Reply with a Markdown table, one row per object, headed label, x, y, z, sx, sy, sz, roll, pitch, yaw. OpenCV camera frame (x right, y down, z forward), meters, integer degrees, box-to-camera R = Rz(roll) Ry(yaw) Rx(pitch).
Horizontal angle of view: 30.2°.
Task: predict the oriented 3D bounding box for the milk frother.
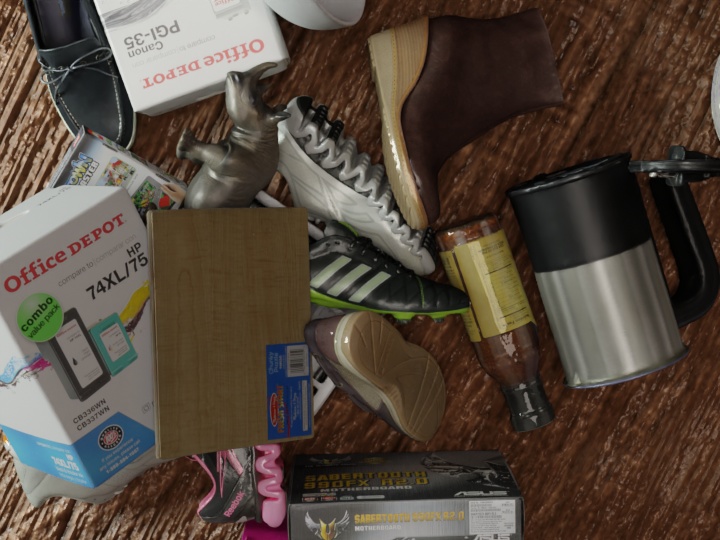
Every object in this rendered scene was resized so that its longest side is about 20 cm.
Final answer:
| label | x | y | z | sx | sy | sz | roll | pitch | yaw |
| --- | --- | --- | --- | --- | --- | --- | --- | --- | --- |
| milk frother | 0.244 | -0.008 | 1.154 | 0.180 | 0.200 | 0.188 | -19 | 96 | -3 |

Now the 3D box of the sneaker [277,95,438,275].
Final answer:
| label | x | y | z | sx | sy | sz | roll | pitch | yaw |
| --- | --- | --- | --- | --- | --- | --- | --- | --- | --- |
| sneaker | -0.010 | -0.065 | 1.214 | 0.200 | 0.075 | 0.081 | 46 | 112 | -6 |

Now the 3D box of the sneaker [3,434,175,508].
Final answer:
| label | x | y | z | sx | sy | sz | roll | pitch | yaw |
| --- | --- | --- | --- | --- | --- | --- | --- | --- | --- |
| sneaker | -0.222 | 0.169 | 1.234 | 0.200 | 0.076 | 0.092 | -6 | 116 | -3 |

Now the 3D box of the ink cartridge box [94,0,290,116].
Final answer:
| label | x | y | z | sx | sy | sz | roll | pitch | yaw |
| --- | --- | --- | --- | --- | --- | --- | --- | --- | --- |
| ink cartridge box | -0.161 | -0.254 | 1.181 | 0.146 | 0.083 | 0.200 | -20 | 95 | 1 |

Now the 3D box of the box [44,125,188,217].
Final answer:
| label | x | y | z | sx | sy | sz | roll | pitch | yaw |
| --- | --- | --- | --- | --- | --- | --- | --- | --- | --- |
| box | -0.253 | -0.018 | 1.206 | 0.110 | 0.035 | 0.200 | 30 | 97 | -20 |

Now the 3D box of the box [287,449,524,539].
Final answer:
| label | x | y | z | sx | sy | sz | roll | pitch | yaw |
| --- | --- | --- | --- | --- | --- | --- | --- | --- | --- |
| box | 0.037 | 0.204 | 1.189 | 0.200 | 0.158 | 0.048 | -1 | 98 | 0 |

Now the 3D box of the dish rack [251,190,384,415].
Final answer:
| label | x | y | z | sx | sy | sz | roll | pitch | yaw |
| --- | --- | --- | --- | --- | --- | --- | --- | --- | --- |
| dish rack | -0.091 | 0.027 | 1.228 | 0.200 | 0.044 | 0.172 | 34 | 95 | -4 |

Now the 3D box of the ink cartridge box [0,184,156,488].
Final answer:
| label | x | y | z | sx | sy | sz | roll | pitch | yaw |
| --- | --- | --- | --- | --- | --- | --- | --- | --- | --- |
| ink cartridge box | -0.241 | 0.049 | 1.108 | 0.147 | 0.146 | 0.200 | -37 | 114 | -31 |

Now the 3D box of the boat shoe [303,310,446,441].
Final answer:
| label | x | y | z | sx | sy | sz | roll | pitch | yaw |
| --- | --- | --- | --- | --- | --- | --- | --- | --- | --- |
| boat shoe | 0.016 | 0.091 | 1.188 | 0.065 | 0.200 | 0.072 | 10 | 69 | 33 |

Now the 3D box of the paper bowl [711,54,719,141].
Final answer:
| label | x | y | z | sx | sy | sz | roll | pitch | yaw |
| --- | --- | --- | --- | --- | --- | --- | --- | --- | --- |
| paper bowl | 0.424 | -0.159 | 1.190 | 0.200 | 0.104 | 0.201 | 0 | 94 | 0 |

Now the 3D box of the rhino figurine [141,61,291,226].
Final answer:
| label | x | y | z | sx | sy | sz | roll | pitch | yaw |
| --- | --- | --- | --- | --- | --- | --- | --- | --- | --- |
| rhino figurine | -0.119 | -0.092 | 1.161 | 0.087 | 0.060 | 0.200 | 27 | 100 | -9 |

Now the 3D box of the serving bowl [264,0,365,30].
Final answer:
| label | x | y | z | sx | sy | sz | roll | pitch | yaw |
| --- | --- | --- | --- | --- | --- | --- | --- | --- | --- |
| serving bowl | -0.068 | -0.293 | 1.134 | 0.066 | 0.200 | 0.200 | -17 | 96 | 23 |

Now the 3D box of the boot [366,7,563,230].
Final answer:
| label | x | y | z | sx | sy | sz | roll | pitch | yaw |
| --- | --- | --- | --- | --- | --- | --- | --- | --- | --- |
| boot | 0.100 | -0.140 | 1.180 | 0.166 | 0.072 | 0.200 | -8 | 72 | -5 |

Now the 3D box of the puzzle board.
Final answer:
| label | x | y | z | sx | sy | sz | roll | pitch | yaw |
| --- | --- | --- | --- | --- | --- | --- | --- | --- | --- |
| puzzle board | -0.107 | 0.048 | 1.107 | 0.151 | 0.017 | 0.200 | -3 | 92 | -37 |

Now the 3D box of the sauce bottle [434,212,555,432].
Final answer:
| label | x | y | z | sx | sy | sz | roll | pitch | yaw |
| --- | --- | --- | --- | --- | --- | --- | --- | --- | --- |
| sauce bottle | 0.127 | 0.049 | 1.224 | 0.066 | 0.066 | 0.200 | -18 | 97 | 1 |

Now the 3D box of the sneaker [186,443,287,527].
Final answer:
| label | x | y | z | sx | sy | sz | roll | pitch | yaw |
| --- | --- | --- | --- | --- | --- | --- | --- | --- | --- |
| sneaker | -0.120 | 0.131 | 1.173 | 0.095 | 0.079 | 0.200 | -7 | 89 | 0 |

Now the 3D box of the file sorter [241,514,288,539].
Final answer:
| label | x | y | z | sx | sy | sz | roll | pitch | yaw |
| --- | --- | --- | --- | --- | --- | --- | --- | --- | --- |
| file sorter | -0.015 | 0.301 | 1.208 | 0.200 | 0.139 | 0.126 | 10 | 98 | -2 |

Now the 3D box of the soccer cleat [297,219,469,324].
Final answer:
| label | x | y | z | sx | sy | sz | roll | pitch | yaw |
| --- | --- | --- | --- | --- | --- | --- | --- | --- | --- |
| soccer cleat | 0.000 | 0.000 | 1.174 | 0.200 | 0.068 | 0.081 | 9 | 93 | 1 |

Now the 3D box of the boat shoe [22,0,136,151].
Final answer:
| label | x | y | z | sx | sy | sz | roll | pitch | yaw |
| --- | --- | --- | --- | --- | --- | --- | --- | --- | --- |
| boat shoe | -0.254 | -0.192 | 1.189 | 0.075 | 0.062 | 0.200 | -13 | 106 | 5 |
